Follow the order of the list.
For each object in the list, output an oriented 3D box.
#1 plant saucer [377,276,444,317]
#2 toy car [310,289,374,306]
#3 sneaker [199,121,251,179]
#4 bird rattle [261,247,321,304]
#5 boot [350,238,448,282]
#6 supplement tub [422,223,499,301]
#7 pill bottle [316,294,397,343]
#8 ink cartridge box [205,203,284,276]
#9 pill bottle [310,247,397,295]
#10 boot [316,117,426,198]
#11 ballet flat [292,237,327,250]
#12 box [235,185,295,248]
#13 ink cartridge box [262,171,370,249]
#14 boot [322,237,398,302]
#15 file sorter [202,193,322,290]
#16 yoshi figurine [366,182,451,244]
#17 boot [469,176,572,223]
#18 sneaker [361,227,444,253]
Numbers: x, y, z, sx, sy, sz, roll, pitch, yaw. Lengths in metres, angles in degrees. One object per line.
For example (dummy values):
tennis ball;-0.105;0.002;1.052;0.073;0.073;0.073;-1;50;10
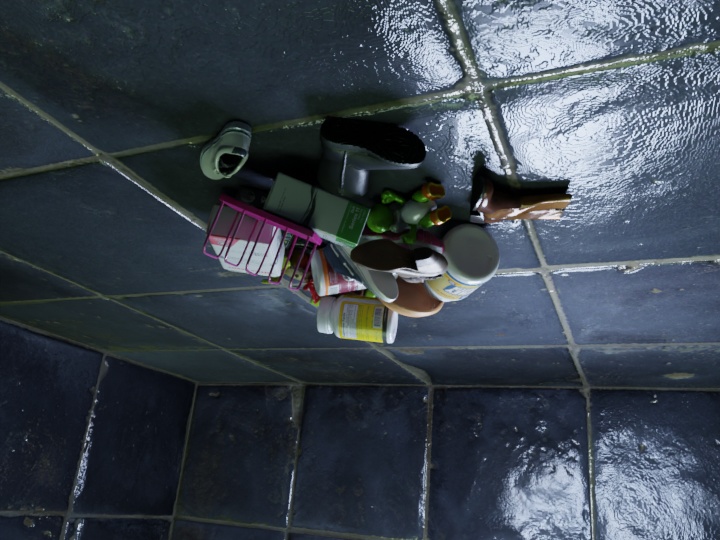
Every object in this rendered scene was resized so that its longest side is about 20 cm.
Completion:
plant saucer;0.116;0.057;1.577;0.198;0.201;0.038;11;122;-14
toy car;-0.027;0.025;1.674;0.163;0.159;0.201;23;143;0
sneaker;-0.267;-0.213;1.188;0.072;0.072;0.200;15;158;-23
bird rattle;-0.152;-0.011;1.604;0.197;0.164;0.114;13;120;-3
boot;0.089;-0.011;1.329;0.197;0.071;0.146;2;163;14
supplement tub;0.234;-0.011;1.488;0.143;0.146;0.200;9;159;-10
pill bottle;-0.007;0.122;1.599;0.197;0.116;0.114;5;160;11
ink cartridge box;-0.260;-0.066;1.424;0.145;0.084;0.200;8;159;2
pill bottle;-0.015;-0.010;1.494;0.197;0.116;0.114;-9;162;-12
boot;0.015;-0.197;1.145;0.198;0.077;0.169;12;156;2
ballet flat;-0.092;-0.036;1.563;0.199;0.057;0.066;37;161;-23
box;-0.224;-0.122;1.452;0.159;0.050;0.200;15;158;-14
ink cartridge box;-0.090;-0.119;1.265;0.198;0.084;0.147;21;178;-5
boot;0.000;0.000;1.389;0.072;0.201;0.090;-28;169;-45
file sorter;-0.198;-0.050;1.248;0.198;0.127;0.139;22;177;4
yoshi figurine;0.087;-0.119;1.315;0.112;0.113;0.199;38;148;-29
boot;0.324;-0.137;1.245;0.197;0.069;0.189;1;159;8
sneaker;0.093;-0.046;1.410;0.197;0.089;0.081;5;-159;16
